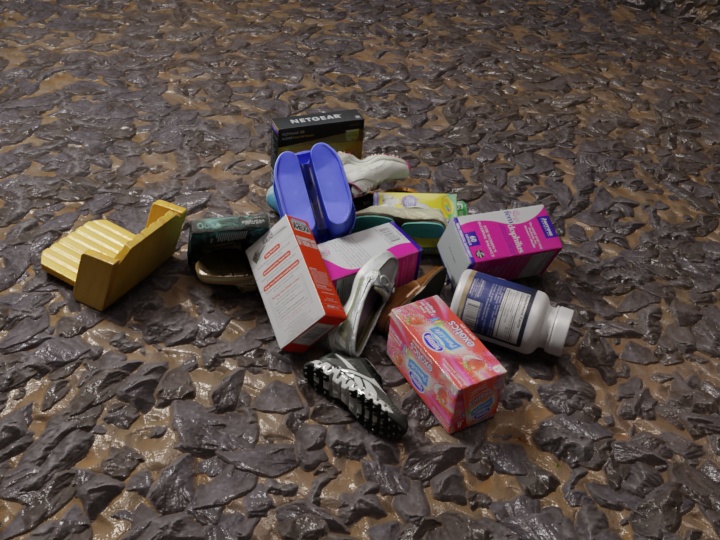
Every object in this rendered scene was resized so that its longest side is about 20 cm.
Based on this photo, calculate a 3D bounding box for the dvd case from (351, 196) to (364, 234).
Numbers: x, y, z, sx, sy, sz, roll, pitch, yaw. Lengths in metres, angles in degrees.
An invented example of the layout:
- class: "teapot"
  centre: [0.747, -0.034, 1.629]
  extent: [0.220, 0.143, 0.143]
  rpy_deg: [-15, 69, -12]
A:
- class: "dvd case"
  centre: [-0.057, -0.109, 1.549]
  extent: [0.147, 0.016, 0.202]
  rpy_deg: [1, 64, -26]

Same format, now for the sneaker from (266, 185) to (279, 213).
- class: "sneaker"
  centre: [-0.132, -0.105, 1.590]
  extent: [0.198, 0.080, 0.130]
  rpy_deg: [23, 39, 23]

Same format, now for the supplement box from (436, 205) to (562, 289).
- class: "supplement box"
  centre: [0.262, -0.045, 1.510]
  extent: [0.197, 0.104, 0.102]
  rpy_deg: [-9, 62, -20]

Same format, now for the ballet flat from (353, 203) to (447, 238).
- class: "ballet flat"
  centre: [0.069, -0.097, 1.538]
  extent: [0.197, 0.068, 0.063]
  rpy_deg: [6, 45, -8]

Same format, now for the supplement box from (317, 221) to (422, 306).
- class: "supplement box"
  centre: [0.000, 0.000, 1.449]
  extent: [0.198, 0.104, 0.101]
  rpy_deg: [-17, 43, -29]

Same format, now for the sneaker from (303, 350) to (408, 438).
- class: "sneaker"
  centre: [0.008, 0.181, 1.241]
  extent: [0.199, 0.067, 0.090]
  rpy_deg: [29, 45, 31]

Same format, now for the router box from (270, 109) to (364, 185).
- class: "router box"
  centre: [-0.094, -0.258, 1.730]
  extent: [0.198, 0.159, 0.052]
  rpy_deg: [-11, 39, -20]

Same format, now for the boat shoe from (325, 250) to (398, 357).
- class: "boat shoe"
  centre: [0.016, 0.057, 1.348]
  extent: [0.064, 0.075, 0.203]
  rpy_deg: [14, 60, 38]

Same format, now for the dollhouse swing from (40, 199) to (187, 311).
- class: "dollhouse swing"
  centre: [-0.452, -0.061, 1.427]
  extent: [0.175, 0.182, 0.200]
  rpy_deg: [37, 44, 7]

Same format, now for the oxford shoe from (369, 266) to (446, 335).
- class: "oxford shoe"
  centre: [0.088, 0.042, 1.434]
  extent: [0.071, 0.072, 0.199]
  rpy_deg: [25, 42, 30]

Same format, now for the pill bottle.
- class: "pill bottle"
  centre: [0.259, 0.078, 1.373]
  extent: [0.198, 0.112, 0.111]
  rpy_deg: [18, 38, 15]

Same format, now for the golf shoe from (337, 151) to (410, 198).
- class: "golf shoe"
  centre: [0.008, -0.181, 1.574]
  extent: [0.197, 0.075, 0.093]
  rpy_deg: [-1, 72, -18]

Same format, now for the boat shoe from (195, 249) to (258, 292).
- class: "boat shoe"
  centre: [-0.200, 0.006, 1.445]
  extent: [0.197, 0.067, 0.074]
  rpy_deg: [-4, 46, -19]

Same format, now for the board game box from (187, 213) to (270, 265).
- class: "board game box"
  centre: [-0.240, -0.054, 1.431]
  extent: [0.133, 0.200, 0.029]
  rpy_deg: [-6, 77, -16]

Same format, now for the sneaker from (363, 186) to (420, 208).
- class: "sneaker"
  centre: [0.046, -0.121, 1.648]
  extent: [0.197, 0.079, 0.078]
  rpy_deg: [-2, 51, -4]

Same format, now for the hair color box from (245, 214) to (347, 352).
- class: "hair color box"
  centre: [-0.110, 0.022, 1.339]
  extent: [0.064, 0.111, 0.202]
  rpy_deg: [14, 46, -52]

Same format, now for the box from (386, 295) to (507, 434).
- class: "box"
  centre: [0.131, 0.146, 1.275]
  extent: [0.094, 0.104, 0.200]
  rpy_deg: [-15, 43, -25]

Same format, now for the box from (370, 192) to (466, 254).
- class: "box"
  centre: [0.120, -0.093, 1.589]
  extent: [0.197, 0.048, 0.119]
  rpy_deg: [1, 74, -9]

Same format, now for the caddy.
- class: "caddy"
  centre: [-0.086, -0.136, 1.475]
  extent: [0.140, 0.105, 0.202]
  rpy_deg: [-14, 76, -6]

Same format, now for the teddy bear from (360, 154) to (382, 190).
- class: "teddy bear"
  centre: [-0.035, -0.188, 1.689]
  extent: [0.197, 0.145, 0.068]
  rpy_deg: [-10, 78, -14]
